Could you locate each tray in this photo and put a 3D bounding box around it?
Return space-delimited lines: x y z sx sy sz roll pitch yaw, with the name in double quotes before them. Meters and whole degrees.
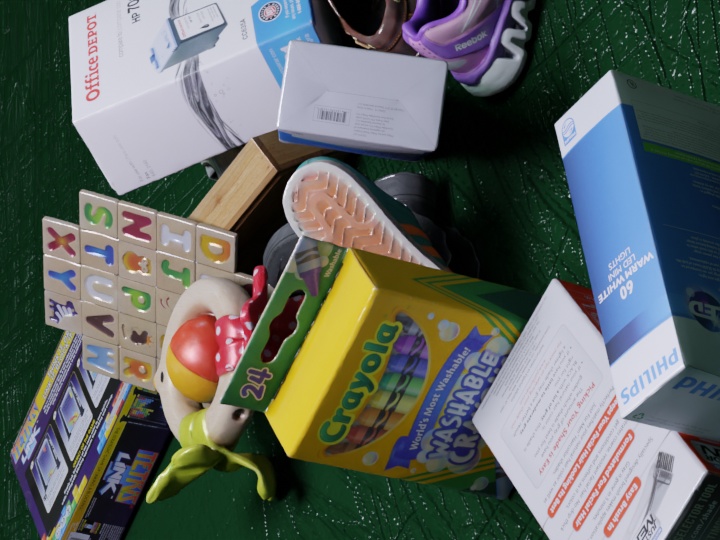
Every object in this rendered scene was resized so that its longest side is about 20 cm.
"tray" -0.091 -0.038 1.710 0.037 0.099 0.200 52 130 13

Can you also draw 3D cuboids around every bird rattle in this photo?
"bird rattle" -0.107 0.074 1.627 0.163 0.112 0.200 52 137 47

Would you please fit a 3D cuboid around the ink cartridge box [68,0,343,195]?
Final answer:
"ink cartridge box" -0.117 -0.163 1.707 0.199 0.086 0.147 -21 41 8

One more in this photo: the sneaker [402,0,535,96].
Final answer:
"sneaker" 0.080 -0.224 1.515 0.080 0.088 0.201 9 84 61

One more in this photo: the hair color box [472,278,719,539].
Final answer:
"hair color box" 0.149 0.106 1.287 0.111 0.064 0.200 -61 32 21

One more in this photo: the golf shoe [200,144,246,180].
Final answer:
"golf shoe" -0.116 -0.125 1.816 0.097 0.078 0.200 -66 30 29

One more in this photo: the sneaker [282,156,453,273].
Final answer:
"sneaker" 0.029 0.004 1.461 0.071 0.200 0.080 -36 4 16

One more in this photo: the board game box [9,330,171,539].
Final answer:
"board game box" -0.224 0.128 1.904 0.200 0.057 0.165 -63 31 21

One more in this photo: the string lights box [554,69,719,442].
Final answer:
"string lights box" 0.181 -0.007 1.242 0.059 0.103 0.200 -44 42 41

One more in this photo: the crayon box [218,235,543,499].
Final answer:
"crayon box" 0.030 0.063 1.366 0.126 0.200 0.052 -63 33 21

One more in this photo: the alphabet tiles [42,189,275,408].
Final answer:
"alphabet tiles" -0.156 0.026 1.713 0.006 0.199 0.167 -51 -29 -52

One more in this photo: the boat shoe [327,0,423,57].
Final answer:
"boat shoe" 0.007 -0.209 1.649 0.071 0.070 0.200 -66 30 17

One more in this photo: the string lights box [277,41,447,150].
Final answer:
"string lights box" -0.002 -0.110 1.493 0.200 0.102 0.059 -151 70 -88

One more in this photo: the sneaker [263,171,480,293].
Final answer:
"sneaker" 0.002 0.001 1.571 0.200 0.060 0.105 -30 51 39
